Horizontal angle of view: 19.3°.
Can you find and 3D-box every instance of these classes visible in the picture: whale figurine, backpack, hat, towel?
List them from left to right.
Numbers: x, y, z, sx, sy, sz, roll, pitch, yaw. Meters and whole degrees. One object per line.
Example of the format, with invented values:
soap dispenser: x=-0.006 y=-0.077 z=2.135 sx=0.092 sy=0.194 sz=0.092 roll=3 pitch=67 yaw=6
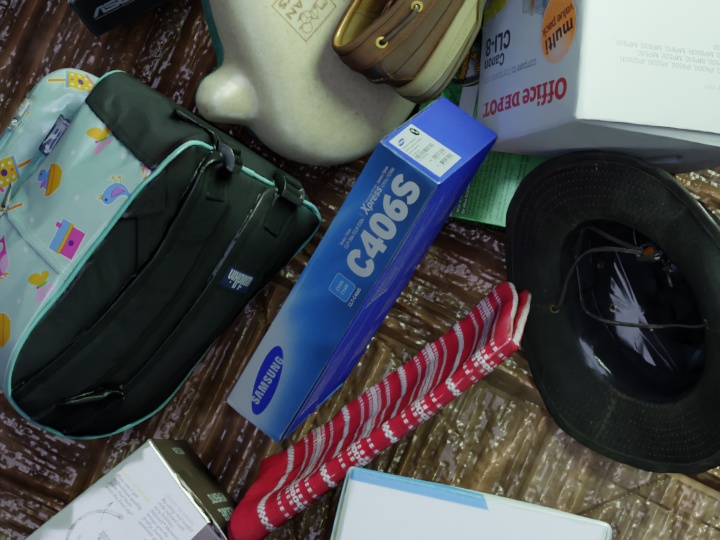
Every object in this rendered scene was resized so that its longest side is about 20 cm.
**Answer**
backpack: x=-0.149 y=-0.007 z=1.241 sx=0.153 sy=0.176 sz=0.201 roll=34 pitch=94 yaw=30
whale figurine: x=-0.050 y=-0.154 z=1.250 sx=0.200 sy=0.104 sz=0.159 roll=44 pitch=80 yaw=-30
towel: x=0.012 y=0.081 z=1.213 sx=0.200 sy=0.145 sz=0.023 roll=-37 pitch=95 yaw=13
hat: x=0.174 y=0.015 z=1.239 sx=0.200 sy=0.081 sz=0.202 roll=23 pitch=125 yaw=36

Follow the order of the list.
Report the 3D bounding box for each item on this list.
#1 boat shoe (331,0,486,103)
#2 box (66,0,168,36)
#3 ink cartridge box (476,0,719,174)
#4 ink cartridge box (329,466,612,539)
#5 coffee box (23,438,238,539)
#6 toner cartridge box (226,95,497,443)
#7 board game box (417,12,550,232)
boat shoe: x=0.049 y=-0.192 z=1.180 sx=0.067 sy=0.072 sz=0.201 roll=18 pitch=108 yaw=-28
box: x=-0.108 y=-0.256 z=1.298 sx=0.199 sy=0.044 sz=0.161 roll=-25 pitch=62 yaw=5
ink cartridge box: x=0.161 y=-0.163 z=1.209 sx=0.144 sy=0.145 sz=0.201 roll=5 pitch=85 yaw=-20
ink cartridge box: x=0.065 y=0.167 z=1.185 sx=0.144 sy=0.200 sz=0.084 roll=11 pitch=84 yaw=8
coffee box: x=-0.166 y=0.191 z=1.255 sx=0.200 sy=0.113 sz=0.080 roll=-39 pitch=81 yaw=3
toner cartridge box: x=0.000 y=0.000 z=1.218 sx=0.043 sy=0.095 sz=0.200 roll=37 pitch=120 yaw=9
board game box: x=0.093 y=-0.125 z=1.297 sx=0.104 sy=0.023 sz=0.201 roll=12 pitch=86 yaw=5
